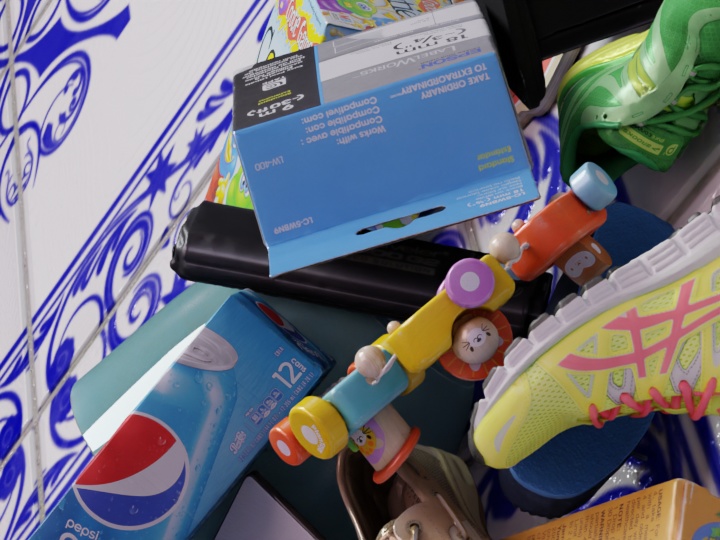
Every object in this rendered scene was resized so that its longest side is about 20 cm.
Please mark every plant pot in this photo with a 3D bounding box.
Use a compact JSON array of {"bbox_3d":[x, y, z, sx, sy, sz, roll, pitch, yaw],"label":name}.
[{"bbox_3d":[-0.034,0.076,1.508,0.161,0.200,0.201,-46,30,10],"label":"plant pot"}]

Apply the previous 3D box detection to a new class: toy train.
[{"bbox_3d":[0.048,0.035,1.318,0.200,0.056,0.150,-42,-5,20],"label":"toy train"}]

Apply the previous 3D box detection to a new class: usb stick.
[{"bbox_3d":[0.000,0.000,1.424,0.056,0.199,0.033,-70,-12,-53],"label":"usb stick"}]

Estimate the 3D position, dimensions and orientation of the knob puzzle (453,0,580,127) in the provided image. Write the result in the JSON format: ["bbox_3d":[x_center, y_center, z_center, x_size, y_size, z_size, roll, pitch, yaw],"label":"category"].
[{"bbox_3d":[0.089,-0.166,1.646,0.220,0.030,0.220,-44,33,39],"label":"knob puzzle"}]

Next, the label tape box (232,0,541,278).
[{"bbox_3d":[0.010,-0.074,1.411,0.144,0.063,0.200,-17,18,3],"label":"label tape box"}]

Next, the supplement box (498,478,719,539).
[{"bbox_3d":[0.113,0.158,1.292,0.200,0.066,0.069,-30,43,52],"label":"supplement box"}]

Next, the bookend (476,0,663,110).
[{"bbox_3d":[0.146,-0.222,1.484,0.092,0.198,0.200,-123,16,-60],"label":"bookend"}]

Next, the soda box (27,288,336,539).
[{"bbox_3d":[-0.101,0.105,1.386,0.200,0.064,0.068,-51,-3,5],"label":"soda box"}]

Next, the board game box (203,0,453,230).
[{"bbox_3d":[-0.017,-0.076,1.648,0.105,0.103,0.200,-112,39,-56],"label":"board game box"}]

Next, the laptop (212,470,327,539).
[{"bbox_3d":[-0.064,0.244,1.353,0.187,0.116,0.200,42,124,24],"label":"laptop"}]

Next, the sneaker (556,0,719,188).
[{"bbox_3d":[0.165,-0.095,1.399,0.200,0.074,0.084,-43,31,57],"label":"sneaker"}]

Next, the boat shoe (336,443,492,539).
[{"bbox_3d":[0.032,0.148,1.304,0.071,0.064,0.200,-59,27,16],"label":"boat shoe"}]

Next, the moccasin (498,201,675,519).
[{"bbox_3d":[0.117,0.055,1.360,0.200,0.080,0.068,-58,-2,-42],"label":"moccasin"}]

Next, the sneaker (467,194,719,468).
[{"bbox_3d":[0.141,0.040,1.253,0.200,0.090,0.078,-35,-13,3],"label":"sneaker"}]
